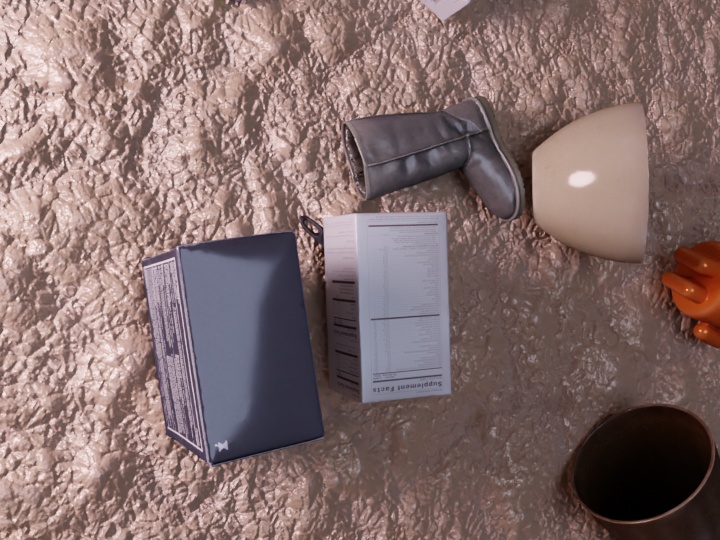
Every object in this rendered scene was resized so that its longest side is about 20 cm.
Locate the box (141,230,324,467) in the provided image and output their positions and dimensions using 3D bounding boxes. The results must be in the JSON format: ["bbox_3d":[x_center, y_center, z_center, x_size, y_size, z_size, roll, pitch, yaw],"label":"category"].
[{"bbox_3d":[-0.134,0.073,0.819,0.122,0.198,0.202,-9,91,-23],"label":"box"}]

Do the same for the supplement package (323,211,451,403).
[{"bbox_3d":[0.028,0.038,0.911,0.113,0.109,0.202,-2,92,-21],"label":"supplement package"}]

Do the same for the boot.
[{"bbox_3d":[0.091,-0.122,0.998,0.199,0.073,0.183,-20,82,-30],"label":"boot"}]

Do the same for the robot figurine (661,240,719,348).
[{"bbox_3d":[0.529,0.029,1.159,0.199,0.117,0.145,17,66,-21],"label":"robot figurine"}]

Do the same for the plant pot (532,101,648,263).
[{"bbox_3d":[0.288,-0.109,1.037,0.133,0.200,0.202,0,87,13],"label":"plant pot"}]

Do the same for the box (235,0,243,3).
[{"bbox_3d":[-0.203,-0.395,0.902,0.199,0.035,0.111,22,79,-21],"label":"box"}]

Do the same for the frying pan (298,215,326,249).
[{"bbox_3d":[-0.003,0.017,0.970,0.189,0.031,0.116,17,82,-19],"label":"frying pan"}]

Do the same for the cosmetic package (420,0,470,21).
[{"bbox_3d":[0.130,-0.433,1.030,0.101,0.071,0.201,36,74,-18],"label":"cosmetic package"}]

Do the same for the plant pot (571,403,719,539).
[{"bbox_3d":[0.407,0.313,1.069,0.187,0.186,0.200,-46,116,-19],"label":"plant pot"}]
